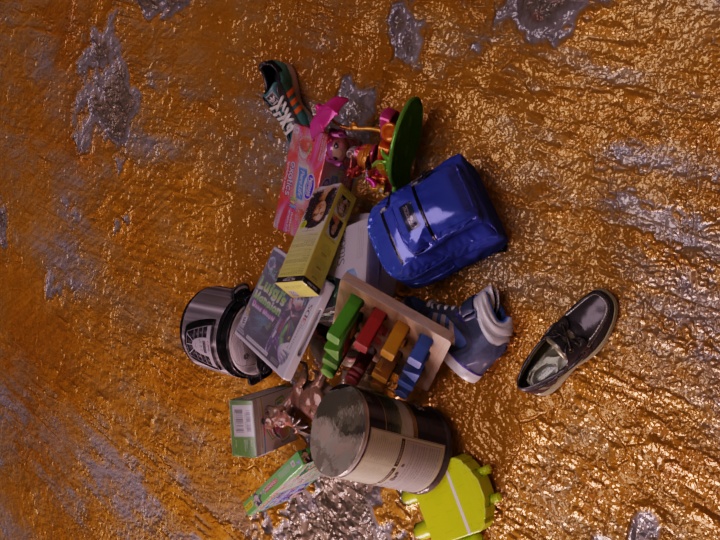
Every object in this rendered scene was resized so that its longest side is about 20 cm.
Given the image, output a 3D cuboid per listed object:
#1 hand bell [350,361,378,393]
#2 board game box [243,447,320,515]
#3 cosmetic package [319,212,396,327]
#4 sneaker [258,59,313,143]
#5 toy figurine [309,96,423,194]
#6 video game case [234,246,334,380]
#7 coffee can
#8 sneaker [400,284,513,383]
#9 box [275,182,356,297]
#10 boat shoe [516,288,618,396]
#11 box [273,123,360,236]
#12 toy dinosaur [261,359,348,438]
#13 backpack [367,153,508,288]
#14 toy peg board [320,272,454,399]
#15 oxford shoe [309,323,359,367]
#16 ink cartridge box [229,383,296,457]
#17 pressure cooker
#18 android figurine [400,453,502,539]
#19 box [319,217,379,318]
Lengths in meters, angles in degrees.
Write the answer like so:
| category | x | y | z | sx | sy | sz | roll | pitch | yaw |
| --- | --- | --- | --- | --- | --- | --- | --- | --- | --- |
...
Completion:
| category | x | y | z | sx | sy | sz | roll | pitch | yaw |
| --- | --- | --- | --- | --- | --- | --- | --- | --- | --- |
| hand bell | 0.017 | 0.178 | 1.406 | 0.102 | 0.103 | 0.205 | 12 | 86 | 39 |
| board game box | -0.125 | 0.399 | 1.486 | 0.200 | 0.133 | 0.029 | -47 | 63 | 31 |
| cosmetic package | 0.000 | 0.000 | 1.374 | 0.148 | 0.051 | 0.205 | -1 | 71 | 42 |
| sneaker | -0.153 | -0.324 | 1.520 | 0.071 | 0.079 | 0.204 | -31 | 72 | 36 |
| toy figurine | -0.002 | -0.221 | 1.327 | 0.180 | 0.151 | 0.204 | 18 | 129 | 17 |
| video game case | -0.142 | 0.072 | 1.385 | 0.199 | 0.023 | 0.185 | 30 | 96 | 50 |
| coffee can | 0.035 | 0.283 | 1.276 | 0.145 | 0.197 | 0.150 | -26 | 53 | 42 |
| sneaker | 0.166 | 0.068 | 1.265 | 0.200 | 0.080 | 0.148 | 46 | 113 | 32 |
| box | -0.076 | -0.054 | 1.336 | 0.074 | 0.050 | 0.204 | -6 | 55 | 43 |
| boat shoe | 0.306 | 0.113 | 1.147 | 0.072 | 0.065 | 0.203 | 49 | 121 | 28 |
| box | -0.083 | -0.163 | 1.456 | 0.101 | 0.094 | 0.205 | 24 | 107 | 36 |
| toy dinosaur | -0.081 | 0.239 | 1.373 | 0.197 | 0.085 | 0.139 | -8 | 65 | 48 |
| backpack | 0.108 | -0.077 | 1.230 | 0.197 | 0.167 | 0.166 | -28 | 67 | 19 |
| toy peg board | 0.027 | 0.135 | 1.238 | 0.196 | 0.099 | 0.201 | 29 | 151 | 9 |
| oxford shoe | -0.044 | 0.153 | 1.431 | 0.199 | 0.069 | 0.077 | -152 | 60 | -66 |
| ink cartridge box | -0.173 | 0.287 | 1.492 | 0.058 | 0.199 | 0.107 | -4 | 90 | 26 |
| pressure cooker | -0.249 | 0.123 | 1.560 | 0.197 | 0.176 | 0.182 | 8 | 67 | 39 |
| android figurine | 0.155 | 0.388 | 1.303 | 0.199 | 0.041 | 0.186 | -37 | 67 | 38 |
| box | -0.046 | 0.004 | 1.354 | 0.197 | 0.036 | 0.148 | -20 | 58 | 43 |
